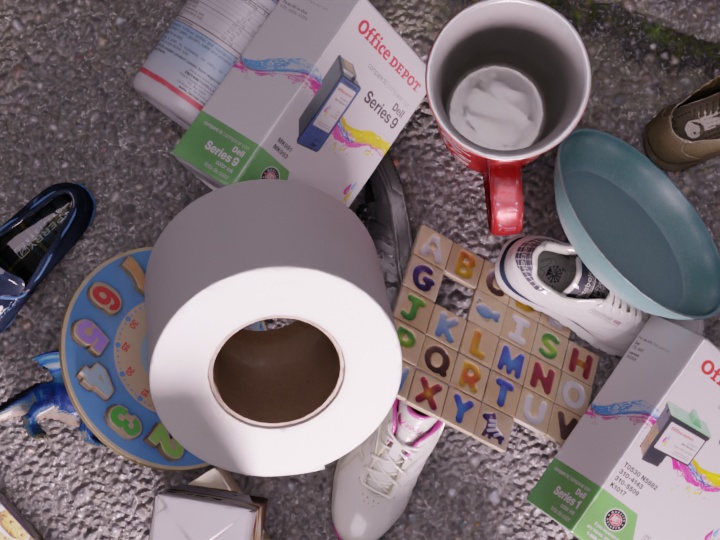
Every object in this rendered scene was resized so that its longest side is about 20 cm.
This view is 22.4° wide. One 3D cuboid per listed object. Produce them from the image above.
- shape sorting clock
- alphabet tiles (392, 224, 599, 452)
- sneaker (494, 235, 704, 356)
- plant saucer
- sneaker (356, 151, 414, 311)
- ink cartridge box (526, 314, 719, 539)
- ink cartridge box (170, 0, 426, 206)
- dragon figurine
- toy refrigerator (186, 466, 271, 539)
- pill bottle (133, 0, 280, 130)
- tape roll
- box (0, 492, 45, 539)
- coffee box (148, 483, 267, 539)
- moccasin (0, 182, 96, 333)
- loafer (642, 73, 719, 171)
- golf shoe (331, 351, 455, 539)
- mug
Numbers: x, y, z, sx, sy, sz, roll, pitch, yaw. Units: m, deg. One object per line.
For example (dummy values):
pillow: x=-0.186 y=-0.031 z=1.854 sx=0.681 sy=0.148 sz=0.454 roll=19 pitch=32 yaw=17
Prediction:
shape sorting clock: x=-0.164 y=0.074 z=1.577 sx=0.199 sy=0.039 sz=0.201 roll=11 pitch=69 yaw=-29
alphabet tiles: x=0.115 y=0.072 z=1.575 sx=0.199 sy=0.008 sz=0.168 roll=28 pitch=56 yaw=-15
sneaker: x=0.216 y=0.025 z=1.587 sx=0.199 sy=0.080 sz=0.077 roll=19 pitch=78 yaw=-14
plant saucer: x=0.233 y=-0.033 z=1.569 sx=0.200 sy=0.200 sz=0.036 roll=50 pitch=123 yaw=4
sneaker: x=0.000 y=0.000 z=1.614 sx=0.104 sy=0.060 sz=0.201 roll=-13 pitch=89 yaw=-5
ink cartridge box: x=0.262 y=0.161 z=1.559 sx=0.145 sy=0.084 sz=0.200 roll=37 pitch=87 yaw=-27
ink cartridge box: x=-0.045 y=-0.135 z=1.567 sx=0.087 sy=0.145 sz=0.201 roll=30 pitch=83 yaw=37
dragon figurine: x=-0.261 y=0.102 z=1.611 sx=0.199 sy=0.059 sz=0.100 roll=7 pitch=84 yaw=-3
toy refrigerator: x=-0.098 y=0.272 z=1.589 sx=0.070 sy=0.076 sz=0.201 roll=-32 pitch=87 yaw=-1
pill bottle: x=-0.104 y=-0.214 z=1.607 sx=0.108 sy=0.109 sz=0.201 roll=34 pitch=87 yaw=3
tape roll: x=-0.074 y=0.045 z=1.474 sx=0.201 sy=0.139 sz=0.204 roll=-4 pitch=123 yaw=-6
box: x=-0.308 y=0.240 z=1.613 sx=0.041 sy=0.039 sz=0.200 roll=-43 pitch=86 yaw=-3
coffee box: x=-0.124 y=0.234 z=1.454 sx=0.079 sy=0.200 sz=0.115 roll=9 pitch=87 yaw=1
moccasin: x=-0.321 y=-0.006 z=1.616 sx=0.080 sy=0.068 sz=0.200 roll=38 pitch=88 yaw=3
loafer: x=0.347 y=-0.149 z=1.615 sx=0.199 sy=0.067 sz=0.076 roll=-31 pitch=86 yaw=-1
golf shoe: x=0.029 y=0.150 z=1.589 sx=0.075 sy=0.092 sz=0.201 roll=25 pitch=88 yaw=1
mug: x=0.110 y=-0.129 z=1.552 sx=0.133 sy=0.200 sz=0.178 roll=27 pitch=87 yaw=2
